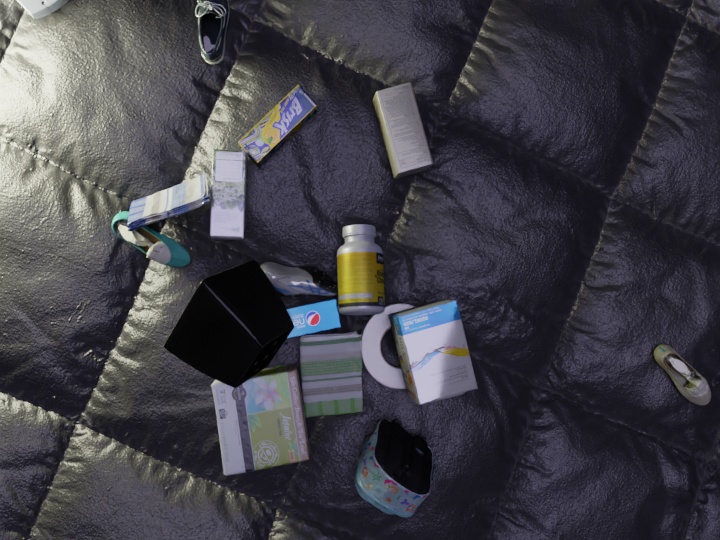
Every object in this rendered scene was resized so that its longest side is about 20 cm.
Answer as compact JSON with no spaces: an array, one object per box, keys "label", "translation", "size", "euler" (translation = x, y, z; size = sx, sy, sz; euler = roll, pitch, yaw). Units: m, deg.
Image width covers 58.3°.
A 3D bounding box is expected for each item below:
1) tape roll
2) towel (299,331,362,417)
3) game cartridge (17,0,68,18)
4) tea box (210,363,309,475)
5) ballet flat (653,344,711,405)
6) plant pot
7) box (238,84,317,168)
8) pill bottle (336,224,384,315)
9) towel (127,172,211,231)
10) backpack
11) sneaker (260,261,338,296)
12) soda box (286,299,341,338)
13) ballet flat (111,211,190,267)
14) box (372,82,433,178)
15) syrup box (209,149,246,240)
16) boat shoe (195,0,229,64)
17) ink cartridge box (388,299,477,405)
[{"label":"tape roll","translation":[0.096,0.181,1.557],"size":[0.198,0.037,0.208],"euler":[0,88,-5]},{"label":"towel","translation":[-0.068,0.244,1.520],"size":[0.146,0.031,0.204],"euler":[-3,107,-5]},{"label":"game cartridge","translation":[-0.720,-0.689,1.500],"size":[0.133,0.041,0.200],"euler":[45,85,1]},{"label":"tea box","translation":[-0.223,0.333,1.469],"size":[0.193,0.134,0.204],"euler":[-10,89,-7]},{"label":"ballet flat","translation":[0.816,0.267,1.617],"size":[0.200,0.069,0.070],"euler":[43,85,-3]},{"label":"plant pot","translation":[-0.264,0.126,1.388],"size":[0.177,0.199,0.201],"euler":[41,115,11]},{"label":"box","translation":[-0.194,-0.341,1.530],"size":[0.070,0.064,0.200],"euler":[45,84,-3]},{"label":"pill bottle","translation":[0.000,0.000,1.511],"size":[0.110,0.112,0.205],"euler":[-1,82,-6]},{"label":"towel","translation":[-0.432,-0.159,1.462],"size":[0.197,0.148,0.024],"euler":[-20,123,-2]},{"label":"backpack","translation":[0.074,0.458,1.466],"size":[0.176,0.200,0.152],"euler":[34,105,-5]},{"label":"sneaker","translation":[-0.148,0.031,1.529],"size":[0.196,0.072,0.073],"euler":[12,125,-13]},{"label":"soda box","translation":[-0.148,0.119,1.519],"size":[0.196,0.064,0.069],"euler":[-11,89,-6]},{"label":"ballet flat","translation":[-0.487,-0.060,1.483],"size":[0.198,0.071,0.068],"euler":[34,115,-3]},{"label":"box","translation":[0.101,-0.334,1.554],"size":[0.093,0.078,0.204],"euler":[-14,90,-6]},{"label":"syrup box","translation":[-0.305,-0.173,1.503],"size":[0.077,0.081,0.205],"euler":[2,89,-8]},{"label":"boat shoe","translation":[-0.351,-0.594,1.522],"size":[0.073,0.062,0.205],"euler":[6,87,-4]},{"label":"ink cartridge box","translation":[0.161,0.182,1.472],"size":[0.142,0.147,0.204],"euler":[-14,89,-7]}]
